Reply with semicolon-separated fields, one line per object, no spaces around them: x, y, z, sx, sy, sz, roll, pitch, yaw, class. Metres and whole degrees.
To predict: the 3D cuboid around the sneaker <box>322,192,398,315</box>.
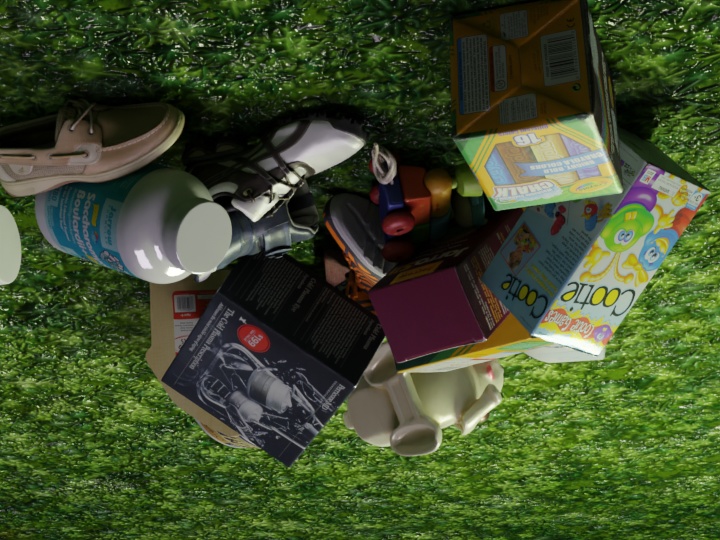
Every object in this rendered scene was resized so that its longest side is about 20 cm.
0.000;0.000;1.816;0.112;0.078;0.200;-18;130;36;sneaker

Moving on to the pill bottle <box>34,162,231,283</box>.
-0.215;-0.051;1.595;0.200;0.111;0.111;16;173;42;pill bottle

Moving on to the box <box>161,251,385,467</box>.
-0.096;0.092;1.845;0.182;0.104;0.200;33;139;-2;box

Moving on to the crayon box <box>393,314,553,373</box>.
0.149;0.068;1.842;0.199;0.052;0.126;-15;170;28;crayon box

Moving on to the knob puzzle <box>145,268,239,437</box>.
-0.156;0.096;1.967;0.219;0.221;0.030;-2;-172;2;knob puzzle

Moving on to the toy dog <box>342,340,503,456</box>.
0.094;0.154;2.038;0.200;0.140;0.194;-15;162;-43;toy dog

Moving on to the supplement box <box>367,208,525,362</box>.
0.106;0.009;1.741;0.110;0.086;0.200;-16;-166;31;supplement box

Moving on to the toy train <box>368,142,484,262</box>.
0.071;-0.087;1.664;0.115;0.085;0.200;-11;157;-4;toy train

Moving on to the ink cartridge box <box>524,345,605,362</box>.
0.207;0.088;2.079;0.199;0.047;0.160;-6;168;7;ink cartridge box

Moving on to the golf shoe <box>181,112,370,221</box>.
-0.081;-0.092;1.619;0.199;0.095;0.078;-14;153;24;golf shoe

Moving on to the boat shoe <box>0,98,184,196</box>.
-0.263;-0.124;1.563;0.199;0.071;0.065;-16;132;16;boat shoe

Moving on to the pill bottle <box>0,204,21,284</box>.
-0.469;-0.017;1.759;0.199;0.113;0.112;-7;157;13;pill bottle

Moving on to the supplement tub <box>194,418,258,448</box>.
-0.133;0.153;2.097;0.144;0.145;0.200;9;172;-22;supplement tub

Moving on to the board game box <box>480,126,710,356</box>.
0.228;-0.033;1.626;0.103;0.105;0.200;19;111;-39;board game box

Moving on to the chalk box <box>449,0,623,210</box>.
0.162;-0.136;1.482;0.123;0.125;0.200;-8;155;15;chalk box

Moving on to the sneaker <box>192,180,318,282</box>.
-0.121;-0.048;1.743;0.146;0.077;0.202;-25;-171;-9;sneaker

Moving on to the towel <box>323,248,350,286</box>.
0.057;0.027;1.935;0.199;0.023;0.144;13;159;6;towel
